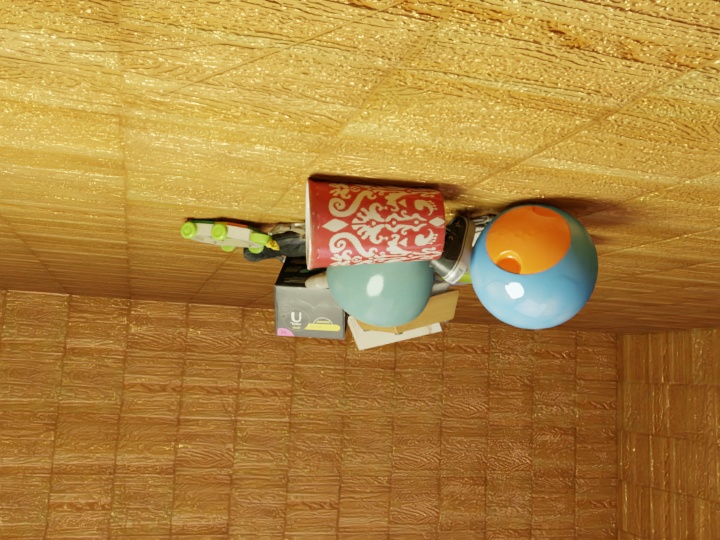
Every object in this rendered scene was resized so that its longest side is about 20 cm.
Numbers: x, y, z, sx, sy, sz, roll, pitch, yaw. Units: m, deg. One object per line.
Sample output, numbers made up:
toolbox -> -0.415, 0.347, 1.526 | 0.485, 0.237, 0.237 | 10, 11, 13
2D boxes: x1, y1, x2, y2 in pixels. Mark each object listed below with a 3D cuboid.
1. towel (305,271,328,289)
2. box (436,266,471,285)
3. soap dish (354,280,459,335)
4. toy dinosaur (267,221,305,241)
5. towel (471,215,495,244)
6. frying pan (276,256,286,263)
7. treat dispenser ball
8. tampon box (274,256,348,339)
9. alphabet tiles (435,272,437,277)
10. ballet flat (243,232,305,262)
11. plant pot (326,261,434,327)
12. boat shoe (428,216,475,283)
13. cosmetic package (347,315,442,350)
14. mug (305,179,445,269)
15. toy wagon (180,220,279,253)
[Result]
towel -> 0.000, 0.000, 1.467 | 0.200, 0.035, 0.133 | -18, -177, -27
box -> 0.231, 0.007, 1.825 | 0.122, 0.048, 0.200 | 8, 170, -33
soap dish -> 0.085, 0.073, 1.477 | 0.157, 0.081, 0.200 | -13, -176, -23
toy dinosaur -> -0.074, -0.071, 1.428 | 0.200, 0.058, 0.101 | 13, -176, -15
towel -> 0.269, -0.065, 1.368 | 0.200, 0.035, 0.133 | 7, 172, -28
frying pan -> -0.164, -0.030, 1.788 | 0.190, 0.031, 0.115 | 1, 171, -7
treat dispenser ball -> 0.277, -0.006, 1.184 | 0.201, 0.201, 0.201 | 3, 172, 0
tampon box -> -0.097, 0.045, 1.617 | 0.150, 0.126, 0.200 | 3, -153, 4
alphabet tiles -> 0.104, 0.014, 1.574 | 0.200, 0.015, 0.196 | -12, -174, 4
ballet flat -> -0.165, -0.060, 1.550 | 0.200, 0.057, 0.066 | -7, 140, 29
plant pot -> 0.050, -0.019, 1.323 | 0.200, 0.200, 0.135 | 5, 144, -14
boat shoe -> 0.151, -0.048, 1.230 | 0.057, 0.069, 0.200 | 33, -153, -7
cosmetic package -> 0.077, 0.103, 1.690 | 0.200, 0.104, 0.073 | -15, -150, 13
mug -> 0.017, -0.080, 1.128 | 0.200, 0.134, 0.178 | -1, -154, -6
toy wagon -> -0.251, -0.066, 1.463 | 0.200, 0.040, 0.155 | 4, 173, 22
